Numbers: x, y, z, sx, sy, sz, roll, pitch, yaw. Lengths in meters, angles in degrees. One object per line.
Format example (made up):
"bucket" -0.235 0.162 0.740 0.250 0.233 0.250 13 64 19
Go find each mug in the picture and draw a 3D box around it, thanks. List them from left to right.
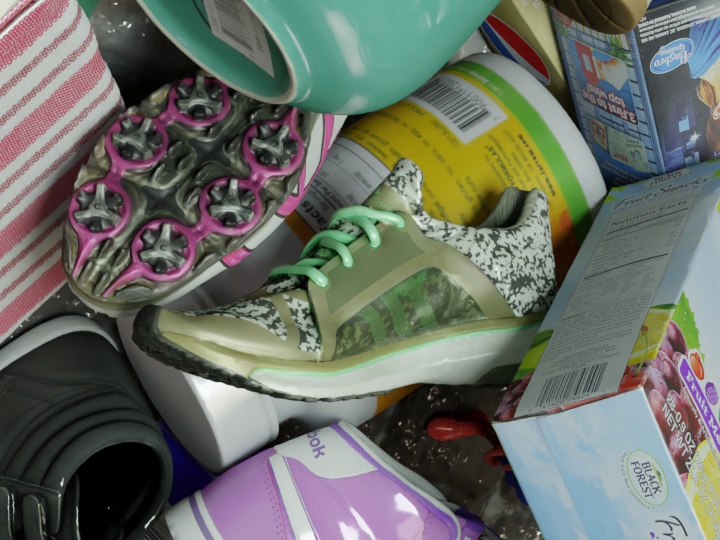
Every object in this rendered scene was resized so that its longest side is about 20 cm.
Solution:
"mug" -0.031 -0.141 0.780 0.185 0.152 0.115 47 72 -22

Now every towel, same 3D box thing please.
"towel" -0.151 -0.028 0.833 0.146 0.030 0.200 -42 160 -11

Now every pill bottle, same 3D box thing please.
"pill bottle" 0.000 0.000 0.944 0.199 0.111 0.112 -32 126 -18

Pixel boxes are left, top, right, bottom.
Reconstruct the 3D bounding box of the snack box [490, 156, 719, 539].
"snack box" 0.134 0.073 0.863 0.170 0.067 0.200 65 27 -19

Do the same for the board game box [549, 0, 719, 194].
"board game box" 0.181 -0.055 0.993 0.199 0.062 0.201 -20 122 -28

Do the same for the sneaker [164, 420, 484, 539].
"sneaker" 0.016 0.158 0.901 0.114 0.073 0.201 -29 100 -3

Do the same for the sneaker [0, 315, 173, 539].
"sneaker" -0.161 0.108 0.892 0.200 0.099 0.071 -41 130 -10

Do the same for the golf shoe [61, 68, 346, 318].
"golf shoe" -0.048 -0.047 0.876 0.200 0.072 0.092 -51 169 -31

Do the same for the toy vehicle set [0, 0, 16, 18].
"toy vehicle set" -0.151 -0.094 0.713 0.200 0.124 0.027 -52 122 -12

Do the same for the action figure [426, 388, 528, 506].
"action figure" 0.069 0.096 0.981 0.098 0.200 0.066 -3 113 -29

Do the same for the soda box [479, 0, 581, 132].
"soda box" 0.106 -0.103 0.999 0.068 0.064 0.200 -45 129 -8

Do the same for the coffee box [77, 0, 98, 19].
"coffee box" -0.125 -0.178 0.817 0.123 0.044 0.201 24 97 -41

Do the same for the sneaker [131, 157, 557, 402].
"sneaker" 0.000 0.002 0.845 0.199 0.077 0.089 -3 94 -36

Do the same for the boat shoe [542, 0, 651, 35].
"boat shoe" 0.043 -0.176 0.872 0.199 0.072 0.065 35 79 2

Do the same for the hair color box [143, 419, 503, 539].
"hair color box" -0.028 0.150 1.027 0.199 0.065 0.110 21 100 -37
